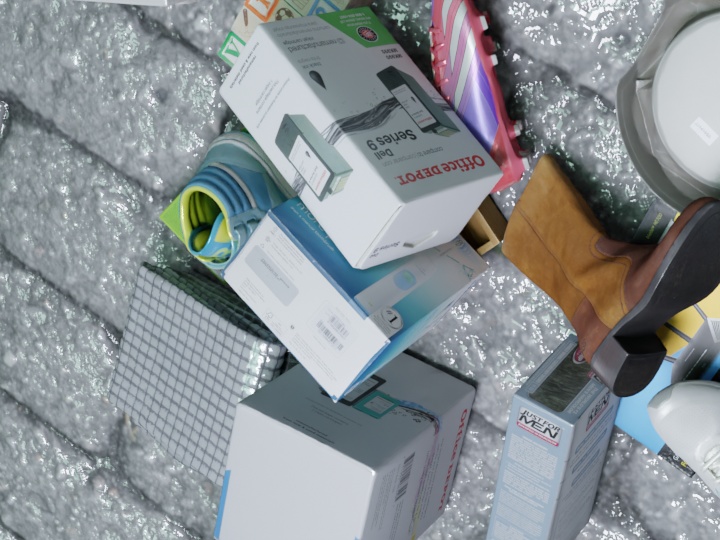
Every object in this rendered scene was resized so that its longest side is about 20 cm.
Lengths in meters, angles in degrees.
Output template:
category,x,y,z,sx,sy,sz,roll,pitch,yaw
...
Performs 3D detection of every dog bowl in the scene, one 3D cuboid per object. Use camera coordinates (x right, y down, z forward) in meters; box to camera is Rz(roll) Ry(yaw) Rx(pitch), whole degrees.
category,x,y,z,sx,sy,sz,roll,pitch,yaw
dog bowl,0.303,-0.136,1.207,0.198,0.059,0.203,10,111,27

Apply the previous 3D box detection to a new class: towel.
category,x,y,z,sx,sy,sz,roll,pitch,yaw
towel,-0.148,0.101,1.500,0.199,0.085,0.167,29,112,35

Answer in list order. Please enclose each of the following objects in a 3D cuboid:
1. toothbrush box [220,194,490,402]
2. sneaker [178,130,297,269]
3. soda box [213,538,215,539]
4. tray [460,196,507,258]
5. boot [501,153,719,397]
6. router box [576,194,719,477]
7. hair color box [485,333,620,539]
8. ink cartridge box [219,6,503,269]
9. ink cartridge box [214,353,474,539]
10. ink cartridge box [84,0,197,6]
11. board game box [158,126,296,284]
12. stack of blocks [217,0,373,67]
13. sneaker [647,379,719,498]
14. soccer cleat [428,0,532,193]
category,x,y,z,sx,sy,sz,roll,pitch,yaw
toothbrush box,0.000,0.000,1.302,0.147,0.200,0.085,47,122,8
sneaker,-0.090,-0.019,1.394,0.200,0.131,0.079,47,127,-8
soda box,-0.107,0.286,1.504,0.063,0.200,0.069,-18,97,34
tray,0.042,-0.090,1.387,0.098,0.037,0.201,-34,88,34
boot,0.207,-0.029,1.258,0.201,0.068,0.190,58,141,42
router box,0.272,0.052,1.293,0.149,0.051,0.201,35,121,17
hair color box,0.166,0.165,1.320,0.060,0.099,0.202,27,134,24
ink cartridge box,0.002,-0.114,1.272,0.201,0.145,0.084,52,130,17
ink cartridge box,-0.012,0.175,1.402,0.145,0.200,0.148,23,117,23
ink cartridge box,-0.197,-0.348,1.369,0.146,0.144,0.202,10,112,27
board game box,-0.104,-0.075,1.464,0.096,0.030,0.200,46,131,-5
stack of blocks,-0.050,-0.258,1.367,0.115,0.058,0.201,41,122,12
sneaker,0.314,0.161,1.245,0.200,0.081,0.070,37,117,-20
soccer cleat,0.086,-0.162,1.310,0.076,0.067,0.202,-18,99,11
